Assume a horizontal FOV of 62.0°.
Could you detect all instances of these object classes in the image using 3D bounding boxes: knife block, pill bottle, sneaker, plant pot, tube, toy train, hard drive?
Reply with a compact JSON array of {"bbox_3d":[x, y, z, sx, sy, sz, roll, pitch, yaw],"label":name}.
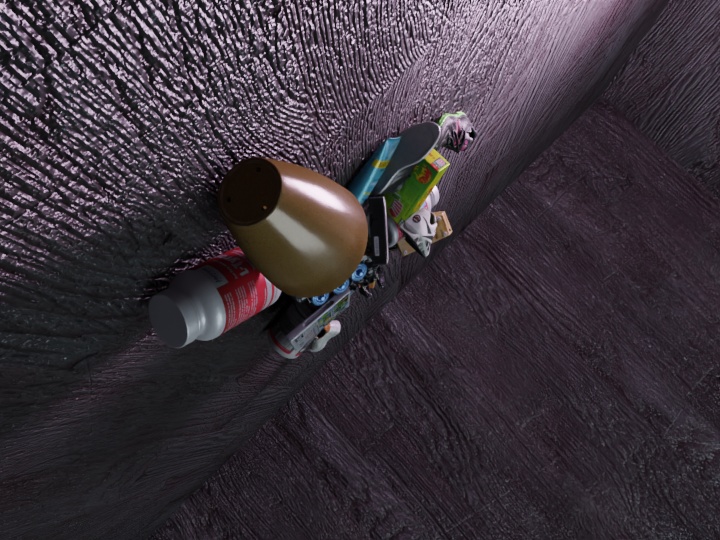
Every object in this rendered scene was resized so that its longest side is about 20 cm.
[{"bbox_3d":[0.129,-0.111,1.624,0.198,0.064,0.176,-25,-158,1],"label":"knife block"},{"bbox_3d":[-0.224,0.039,0.934,0.200,0.112,0.112,-33,165,-51],"label":"pill bottle"},{"bbox_3d":[0.213,-0.310,1.368,0.200,0.084,0.077,-34,166,-46],"label":"sneaker"},{"bbox_3d":[0.151,-0.092,1.430,0.089,0.074,0.200,-48,166,-3],"label":"sneaker"},{"bbox_3d":[0.108,-0.152,1.509,0.200,0.109,0.109,-39,169,-31],"label":"pill bottle"},{"bbox_3d":[0.093,-0.233,1.251,0.200,0.071,0.099,-42,172,21],"label":"sneaker"},{"bbox_3d":[-0.158,0.236,2.193,0.084,0.073,0.200,5,144,-36],"label":"sneaker"},{"bbox_3d":[-0.106,-0.075,0.837,0.186,0.186,0.200,-45,157,3],"label":"plant pot"},{"bbox_3d":[-0.152,0.133,1.610,0.200,0.111,0.111,-48,170,19],"label":"pill bottle"},{"bbox_3d":[0.014,-0.185,1.200,0.201,0.050,0.077,-54,175,24],"label":"tube"},{"bbox_3d":[-0.068,-0.009,1.320,0.199,0.087,0.115,-32,134,-20],"label":"toy train"},{"bbox_3d":[0.038,-0.091,1.308,0.037,0.141,0.200,-3,-174,0],"label":"hard drive"}]

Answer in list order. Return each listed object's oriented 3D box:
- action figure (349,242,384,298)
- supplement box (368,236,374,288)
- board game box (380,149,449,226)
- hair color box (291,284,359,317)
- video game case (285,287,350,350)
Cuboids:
[{"bbox_3d":[0.000,0.000,1.484,0.119,0.102,0.200,-38,159,-1],"label":"action figure"},{"bbox_3d":[0.018,-0.031,1.619,0.201,0.068,0.067,101,-5,-57],"label":"supplement box"},{"bbox_3d":[0.110,-0.199,1.350,0.048,0.102,0.200,-38,168,-37],"label":"board game box"},{"bbox_3d":[-0.093,0.045,1.520,0.061,0.099,0.200,-47,170,27],"label":"hair color box"},{"bbox_3d":[-0.100,0.120,1.458,0.182,0.022,0.200,-40,171,-10],"label":"video game case"}]
